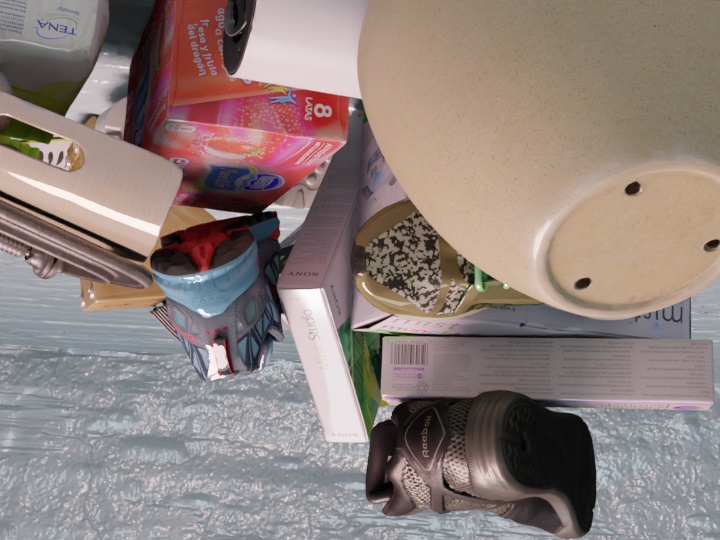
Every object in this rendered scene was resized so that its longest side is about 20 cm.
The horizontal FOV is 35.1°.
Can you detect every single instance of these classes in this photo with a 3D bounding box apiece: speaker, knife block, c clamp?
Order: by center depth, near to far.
[{"bbox_3d":[0.032,-0.121,0.580,0.200,0.081,0.081,7,169,-18],"label":"speaker"},{"bbox_3d":[-0.222,-0.032,0.651,0.200,0.027,0.171,28,163,-36],"label":"c clamp"},{"bbox_3d":[-0.142,-0.024,0.935,0.175,0.200,0.064,-5,173,-24],"label":"knife block"}]

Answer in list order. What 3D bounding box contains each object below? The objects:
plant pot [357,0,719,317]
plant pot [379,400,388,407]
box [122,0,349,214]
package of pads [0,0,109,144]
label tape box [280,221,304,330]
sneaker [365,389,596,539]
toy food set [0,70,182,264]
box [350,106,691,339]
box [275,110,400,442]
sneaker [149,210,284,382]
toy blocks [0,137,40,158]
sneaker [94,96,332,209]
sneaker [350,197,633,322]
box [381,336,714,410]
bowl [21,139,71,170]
[{"bbox_3d":[0.106,-0.059,0.503,0.200,0.135,0.200,-6,139,-5],"label":"plant pot"},{"bbox_3d":[0.088,0.036,1.201,0.193,0.201,0.200,-8,171,-7],"label":"plant pot"},{"bbox_3d":[-0.081,-0.101,0.687,0.102,0.095,0.200,6,170,-19],"label":"box"},{"bbox_3d":[-0.232,-0.132,0.646,0.154,0.068,0.200,8,170,-20],"label":"package of pads"},{"bbox_3d":[-0.008,-0.018,0.998,0.063,0.144,0.200,53,153,-12],"label":"label tape box"},{"bbox_3d":[0.077,0.121,0.707,0.114,0.076,0.199,-4,161,31],"label":"sneaker"},{"bbox_3d":[-0.177,-0.060,0.644,0.143,0.060,0.200,21,172,-11],"label":"toy food set"},{"bbox_3d":[0.106,-0.041,0.733,0.200,0.177,0.097,6,169,-18],"label":"box"},{"bbox_3d":[0.000,0.000,0.805,0.036,0.200,0.144,1,131,19],"label":"box"},{"bbox_3d":[-0.088,0.019,0.726,0.079,0.096,0.200,-10,-170,5],"label":"sneaker"},{"bbox_3d":[-0.352,-0.103,0.831,0.200,0.100,0.137,3,158,-1],"label":"toy blocks"},{"bbox_3d":[-0.096,-0.093,0.852,0.200,0.077,0.080,12,179,-20],"label":"sneaker"},{"bbox_3d":[0.095,-0.011,0.624,0.200,0.077,0.089,-1,175,-16],"label":"sneaker"},{"bbox_3d":[0.112,0.063,0.699,0.200,0.042,0.039,-1,166,9],"label":"box"},{"bbox_3d":[-0.236,-0.048,1.047,0.200,0.094,0.201,4,170,1],"label":"bowl"}]
